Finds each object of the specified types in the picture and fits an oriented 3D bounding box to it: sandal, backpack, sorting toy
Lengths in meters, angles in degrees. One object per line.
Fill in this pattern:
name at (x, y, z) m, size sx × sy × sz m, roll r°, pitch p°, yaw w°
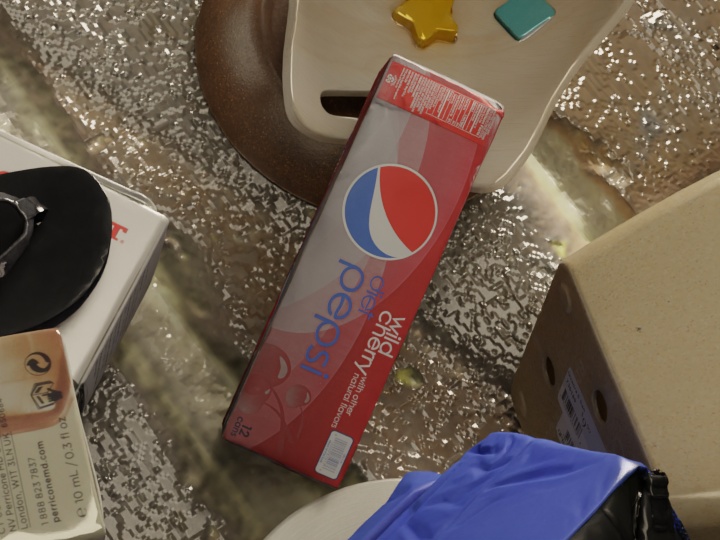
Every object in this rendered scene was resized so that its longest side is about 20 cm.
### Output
sandal at (-0.188, 0.004, 0.692) m, size 0.200 × 0.043 × 0.076 m, roll -25°, pitch 71°, yaw -33°
backpack at (0.072, 0.186, 0.684) m, size 0.162 × 0.168 × 0.200 m, roll -39°, pitch 113°, yaw -23°
sorting toy at (0.039, -0.138, 0.867) m, size 0.199 × 0.107 × 0.181 m, roll 19°, pitch 71°, yaw -9°

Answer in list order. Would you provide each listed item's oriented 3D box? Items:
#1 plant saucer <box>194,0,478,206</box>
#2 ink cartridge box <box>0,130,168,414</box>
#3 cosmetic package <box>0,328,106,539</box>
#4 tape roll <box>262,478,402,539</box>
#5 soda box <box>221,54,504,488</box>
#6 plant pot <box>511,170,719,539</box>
plant saucer at (0.008, -0.126, 0.922) m, size 0.200 × 0.037 × 0.201 m, roll 6°, pitch 65°, yaw -12°
ink cartridge box at (-0.197, 0.038, 0.758) m, size 0.146 × 0.084 × 0.200 m, roll 26°, pitch 62°, yaw 0°
cosmetic package at (-0.200, 0.095, 0.599) m, size 0.199 × 0.103 × 0.087 m, roll -10°, pitch 65°, yaw -18°
tape roll at (0.025, 0.199, 0.774) m, size 0.202 × 0.037 × 0.203 m, roll 6°, pitch 64°, yaw -12°
soda box at (0.000, 0.000, 0.796) m, size 0.063 × 0.070 × 0.200 m, roll 25°, pitch 90°, yaw -4°
plant pot at (0.184, 0.067, 0.783) m, size 0.177 × 0.200 × 0.200 m, roll -11°, pitch 60°, yaw -13°
